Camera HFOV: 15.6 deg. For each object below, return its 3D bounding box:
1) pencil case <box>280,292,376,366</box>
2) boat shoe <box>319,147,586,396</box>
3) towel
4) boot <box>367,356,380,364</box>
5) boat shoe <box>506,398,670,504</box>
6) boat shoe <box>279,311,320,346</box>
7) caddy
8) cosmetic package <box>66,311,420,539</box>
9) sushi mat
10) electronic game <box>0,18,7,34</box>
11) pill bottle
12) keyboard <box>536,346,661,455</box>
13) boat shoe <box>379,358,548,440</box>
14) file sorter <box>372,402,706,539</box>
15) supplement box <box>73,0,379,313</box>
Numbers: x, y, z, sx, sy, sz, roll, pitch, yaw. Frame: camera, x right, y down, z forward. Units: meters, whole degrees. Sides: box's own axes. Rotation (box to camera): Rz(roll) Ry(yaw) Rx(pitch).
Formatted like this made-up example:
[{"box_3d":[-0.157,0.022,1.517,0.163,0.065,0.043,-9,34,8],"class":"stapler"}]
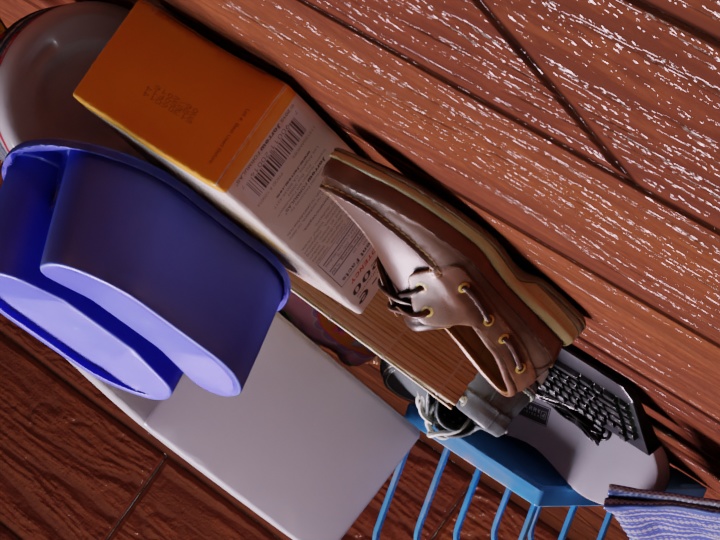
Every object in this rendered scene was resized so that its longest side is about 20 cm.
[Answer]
[{"box_3d":[-0.051,-0.017,1.866,0.200,0.088,0.087,38,175,-25],"class":"pencil case"},{"box_3d":[0.046,0.004,1.494,0.200,0.068,0.072,39,174,-33],"class":"boat shoe"},{"box_3d":[0.242,0.179,1.763,0.144,0.024,0.200,7,167,14],"class":"towel"},{"box_3d":[-0.060,0.006,2.253,0.200,0.075,0.107,37,180,-30],"class":"boot"},{"box_3d":[0.152,0.109,1.856,0.056,0.069,0.200,8,-164,-44],"class":"boat shoe"},{"box_3d":[-0.066,-0.033,1.945,0.200,0.066,0.072,53,166,-23],"class":"boat shoe"},{"box_3d":[-0.134,-0.006,1.568,0.141,0.105,0.200,-4,147,44],"class":"caddy"},{"box_3d":[-0.098,0.078,1.887,0.199,0.123,0.200,41,174,-36],"class":"cosmetic package"},{"box_3d":[0.000,0.000,1.696,0.200,0.096,0.012,36,138,-2],"class":"sushi mat"},{"box_3d":[-0.297,-0.198,1.829,0.200,0.042,0.200,52,-172,-10],"class":"electronic game"},{"box_3d":[-0.185,-0.111,1.688,0.119,0.120,0.200,37,175,-14],"class":"pill bottle"},{"box_3d":[0.122,0.070,1.779,0.200,0.021,0.127,33,164,36],"class":"keyboard"},{"box_3d":[0.057,0.081,1.795,0.073,0.062,0.200,34,165,-20],"class":"boat shoe"},{"box_3d":[0.126,0.182,1.935,0.199,0.123,0.139,4,-158,-47],"class":"file sorter"},{"box_3d":[-0.063,-0.065,1.550,0.126,0.074,0.200,32,174,32],"class":"supplement box"}]
